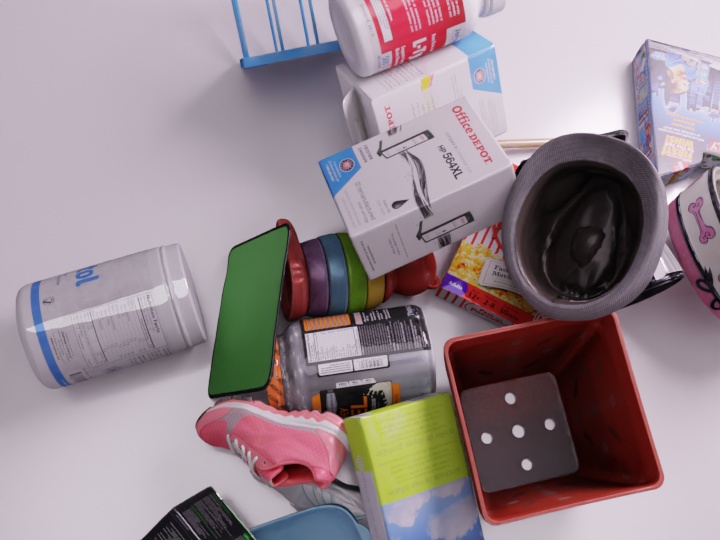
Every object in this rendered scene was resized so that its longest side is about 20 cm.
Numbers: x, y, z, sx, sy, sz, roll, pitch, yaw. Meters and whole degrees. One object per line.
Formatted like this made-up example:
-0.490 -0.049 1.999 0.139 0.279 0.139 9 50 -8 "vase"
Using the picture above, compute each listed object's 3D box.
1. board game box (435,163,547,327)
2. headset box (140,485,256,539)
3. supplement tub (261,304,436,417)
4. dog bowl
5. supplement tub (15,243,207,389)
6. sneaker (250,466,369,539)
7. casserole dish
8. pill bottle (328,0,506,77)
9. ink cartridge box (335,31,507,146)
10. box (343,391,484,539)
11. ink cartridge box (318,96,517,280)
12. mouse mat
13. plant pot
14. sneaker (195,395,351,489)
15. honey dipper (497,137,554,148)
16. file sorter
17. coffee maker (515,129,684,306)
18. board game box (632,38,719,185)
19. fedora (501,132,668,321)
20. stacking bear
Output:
0.207 -0.026 1.152 0.151 0.046 0.201 25 73 4 "board game box"
-0.192 0.374 0.958 0.200 0.093 0.174 -46 79 12 "headset box"
-0.015 0.114 1.062 0.198 0.123 0.124 -8 73 -4 "supplement tub"
0.455 -0.025 1.099 0.074 0.199 0.202 -28 71 33 "dog bowl"
-0.297 0.054 1.064 0.198 0.132 0.133 -17 74 -8 "supplement tub"
-0.044 0.279 1.039 0.199 0.070 0.081 20 90 9 "sneaker"
-0.071 0.333 1.004 0.199 0.039 0.122 -22 94 11 "casserole dish"
0.070 -0.321 1.070 0.199 0.112 0.113 -23 75 -7 "pill bottle"
0.068 -0.218 1.140 0.199 0.129 0.125 -25 40 -10 "ink cartridge box"
0.064 0.247 0.975 0.121 0.048 0.202 -11 85 -27 "box"
0.069 -0.100 1.037 0.199 0.085 0.147 -25 47 1 "ink cartridge box"
-0.136 0.051 1.069 0.007 0.160 0.202 18 70 -32 "mouse mat"
0.201 0.175 1.024 0.198 0.176 0.202 -11 75 -6 "plant pot"
-0.108 0.200 0.998 0.198 0.074 0.087 2 46 21 "sneaker"
0.210 -0.174 1.207 0.198 0.038 0.038 -4 73 -8 "honey dipper"
-0.071 -0.346 1.169 0.198 0.139 0.124 -12 105 -6 "file sorter"
0.271 -0.045 1.085 0.191 0.135 0.202 -22 74 16 "coffee maker"
0.461 -0.194 1.207 0.198 0.062 0.201 15 74 2 "board game box"
0.249 -0.044 0.972 0.176 0.090 0.202 11 92 25 "fedora"
0.000 0.000 1.106 0.198 0.114 0.122 -6 45 -14 "stacking bear"
